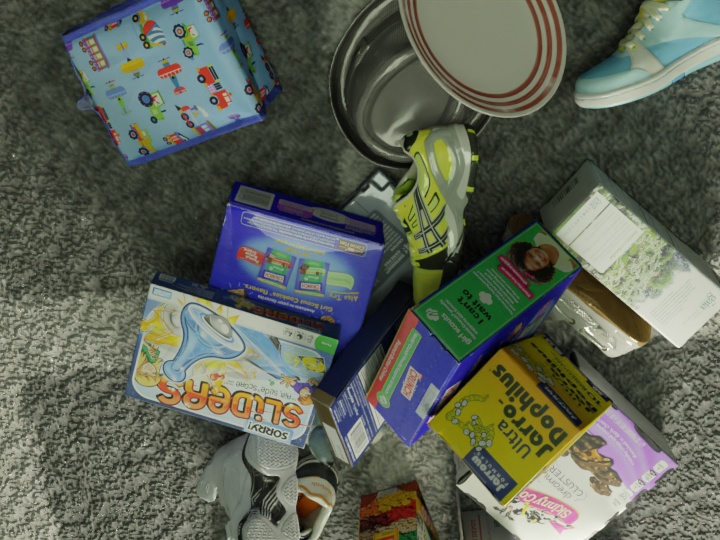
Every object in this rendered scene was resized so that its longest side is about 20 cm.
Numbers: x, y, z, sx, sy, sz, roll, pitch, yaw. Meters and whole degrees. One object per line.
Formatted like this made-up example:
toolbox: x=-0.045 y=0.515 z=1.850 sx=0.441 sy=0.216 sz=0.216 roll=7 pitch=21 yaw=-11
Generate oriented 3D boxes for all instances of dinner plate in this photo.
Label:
dinner plate: x=0.115 y=-0.239 z=1.019 sx=0.200 sy=0.201 sz=0.024 roll=43 pitch=147 yaw=-14

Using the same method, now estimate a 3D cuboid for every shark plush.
shark plush: x=-0.062 y=0.139 z=1.238 sx=0.083 sy=0.091 sz=0.200 roll=-42 pitch=84 yaw=-3

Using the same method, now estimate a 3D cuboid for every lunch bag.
lunch bag: x=-0.205 y=-0.200 z=1.081 sx=0.198 sy=0.094 sz=0.152 roll=-19 pitch=113 yaw=19

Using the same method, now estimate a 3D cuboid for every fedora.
fedora: x=0.059 y=-0.187 z=1.068 sx=0.177 sy=0.090 sz=0.200 roll=40 pitch=107 yaw=-14

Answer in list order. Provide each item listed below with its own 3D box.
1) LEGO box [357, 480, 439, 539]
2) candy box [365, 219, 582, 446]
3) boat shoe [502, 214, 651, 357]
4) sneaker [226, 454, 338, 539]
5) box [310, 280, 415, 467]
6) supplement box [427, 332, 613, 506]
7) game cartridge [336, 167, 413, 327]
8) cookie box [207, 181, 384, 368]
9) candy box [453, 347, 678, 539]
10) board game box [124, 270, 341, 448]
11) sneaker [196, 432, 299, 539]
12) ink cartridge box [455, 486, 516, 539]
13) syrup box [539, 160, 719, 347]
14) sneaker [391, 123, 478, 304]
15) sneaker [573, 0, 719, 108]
LEGO box: x=0.064 y=0.380 z=1.264 sx=0.076 sy=0.149 sz=0.202 roll=-17 pitch=111 yaw=9
candy box: x=0.112 y=0.063 z=1.080 sx=0.077 sy=0.199 sz=0.170 roll=44 pitch=143 yaw=15
boat shoe: x=0.223 y=0.024 z=1.160 sx=0.200 sy=0.071 sz=0.069 roll=43 pitch=134 yaw=-2
sneaker: x=-0.102 y=0.311 z=1.281 sx=0.078 sy=0.080 sz=0.201 roll=33 pitch=111 yaw=-12
box: x=0.026 y=0.099 z=1.141 sx=0.032 sy=0.200 sz=0.122 roll=24 pitch=150 yaw=30
supplement box: x=0.168 y=0.145 z=1.081 sx=0.109 sy=0.200 sz=0.110 roll=46 pitch=107 yaw=15
game cartridge: x=0.000 y=0.000 z=1.176 sx=0.133 sy=0.041 sz=0.200 roll=43 pitch=107 yaw=-10
cookie box: x=-0.080 y=0.029 z=1.131 sx=0.169 sy=0.075 sz=0.202 roll=15 pitch=112 yaw=-4
candy box: x=0.235 y=0.221 z=1.236 sx=0.168 sy=0.072 sz=0.200 roll=41 pitch=107 yaw=-13
board game box: x=-0.133 y=0.094 z=1.101 sx=0.198 sy=0.035 sz=0.137 roll=16 pitch=113 yaw=-3
sneaker: x=-0.129 y=0.276 z=1.211 sx=0.075 sy=0.202 sz=0.114 roll=22 pitch=149 yaw=-37
ink cartridge box: x=0.159 y=0.369 z=1.275 sx=0.066 sy=0.116 sz=0.202 roll=-7 pitch=112 yaw=5
syrup box: x=0.293 y=-0.017 z=1.134 sx=0.199 sy=0.082 sz=0.079 roll=38 pitch=110 yaw=-13
sneaker: x=0.066 y=-0.054 z=1.064 sx=0.075 sy=0.076 sz=0.202 roll=4 pitch=116 yaw=-5
sneaker: x=0.286 y=-0.251 z=1.045 sx=0.199 sy=0.080 sz=0.131 roll=-26 pitch=111 yaw=1
